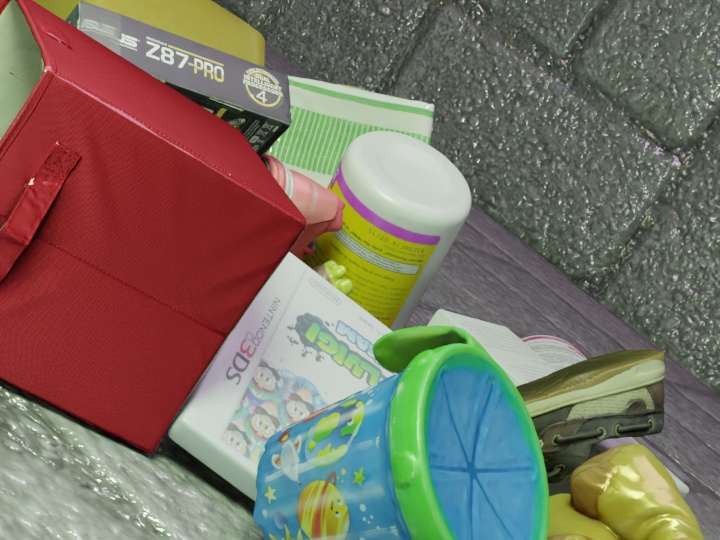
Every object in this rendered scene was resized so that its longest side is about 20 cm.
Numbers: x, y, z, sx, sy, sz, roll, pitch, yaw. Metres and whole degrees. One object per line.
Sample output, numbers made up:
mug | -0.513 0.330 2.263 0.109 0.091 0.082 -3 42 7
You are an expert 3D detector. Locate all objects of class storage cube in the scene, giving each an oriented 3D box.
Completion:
storage cube | -0.166 -0.033 1.008 0.179 0.172 0.200 30 10 -27

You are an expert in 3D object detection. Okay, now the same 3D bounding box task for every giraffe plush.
giraffe plush | 0.147 0.205 0.993 0.199 0.174 0.161 20 12 35

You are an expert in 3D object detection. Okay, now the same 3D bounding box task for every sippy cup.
sippy cup | 0.016 0.121 0.938 0.178 0.129 0.141 -35 104 -58

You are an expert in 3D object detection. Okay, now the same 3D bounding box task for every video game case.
video game case | -0.007 0.098 1.072 0.199 0.024 0.183 38 38 -10

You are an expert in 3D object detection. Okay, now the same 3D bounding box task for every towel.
towel | -0.026 -0.056 1.422 0.151 0.202 0.023 12 -10 19

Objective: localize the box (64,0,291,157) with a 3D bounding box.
box | -0.164 -0.087 1.176 0.160 0.200 0.050 15 53 -29

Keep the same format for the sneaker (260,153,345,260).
sneaker | -0.080 -0.018 1.255 0.086 0.075 0.200 16 -24 -25

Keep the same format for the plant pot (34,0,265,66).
plant pot | -0.194 -0.124 1.354 0.193 0.196 0.200 31 18 -22

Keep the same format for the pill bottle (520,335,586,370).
pill bottle | 0.176 0.138 1.537 0.113 0.114 0.200 33 9 -11

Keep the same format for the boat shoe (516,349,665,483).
boat shoe | 0.121 0.104 1.093 0.199 0.067 0.072 -17 3 -31

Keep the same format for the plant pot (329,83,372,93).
plant pot | -0.040 -0.058 1.620 0.199 0.201 0.142 35 33 3

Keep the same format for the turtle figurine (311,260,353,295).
turtle figurine | -0.047 0.055 1.168 0.200 0.064 0.161 51 27 12

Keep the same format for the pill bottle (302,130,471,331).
pill bottle | 0.000 0.000 1.304 0.103 0.201 0.105 19 34 -14

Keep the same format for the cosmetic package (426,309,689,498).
cosmetic package | 0.126 0.118 1.220 0.200 0.072 0.101 42 16 35
